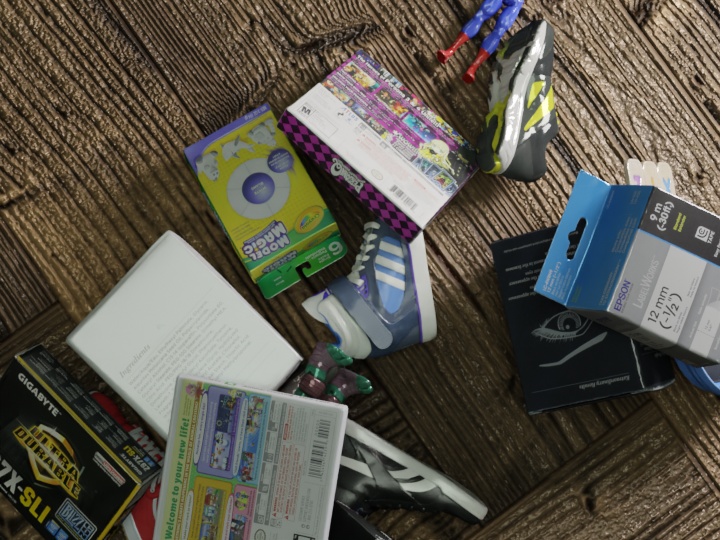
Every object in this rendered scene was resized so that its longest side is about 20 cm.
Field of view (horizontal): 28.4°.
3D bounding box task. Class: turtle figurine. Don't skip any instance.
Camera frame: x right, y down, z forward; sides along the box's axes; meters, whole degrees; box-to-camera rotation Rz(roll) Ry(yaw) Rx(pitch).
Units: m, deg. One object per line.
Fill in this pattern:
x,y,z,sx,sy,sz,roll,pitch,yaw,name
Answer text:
-0.069,0.182,1.531,0.100,0.150,0.201,27,73,19,turtle figurine

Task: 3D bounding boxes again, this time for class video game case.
-0.115,0.220,1.452,0.180,0.022,0.202,10,95,10,video game case
0.027,-0.144,1.601,0.200,0.036,0.181,41,41,2,video game case

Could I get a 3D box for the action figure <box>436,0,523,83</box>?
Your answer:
0.174,-0.318,1.649,0.065,0.099,0.201,38,82,2,action figure

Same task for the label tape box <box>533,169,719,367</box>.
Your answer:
0.299,-0.005,1.472,0.198,0.066,0.144,25,80,-8,label tape box

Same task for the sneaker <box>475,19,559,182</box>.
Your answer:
0.194,-0.194,1.657,0.084,0.074,0.202,25,76,-27,sneaker

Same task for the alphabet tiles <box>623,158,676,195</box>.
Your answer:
0.340,-0.027,1.588,0.014,0.199,0.198,-12,83,35,alphabet tiles

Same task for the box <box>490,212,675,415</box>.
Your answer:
0.247,0.047,1.581,0.147,0.104,0.202,-14,85,31,box

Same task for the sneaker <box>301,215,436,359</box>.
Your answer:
0.000,0.000,1.619,0.145,0.081,0.202,-11,90,-7,sneaker

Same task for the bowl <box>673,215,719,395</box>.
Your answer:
0.405,0.041,1.591,0.199,0.039,0.203,5,83,-44,bowl

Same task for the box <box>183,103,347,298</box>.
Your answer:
-0.107,-0.078,1.618,0.117,0.048,0.201,-30,73,-4,box

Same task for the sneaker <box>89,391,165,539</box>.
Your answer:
-0.233,0.214,1.577,0.112,0.071,0.202,-25,91,28,sneaker

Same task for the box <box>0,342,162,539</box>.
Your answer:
-0.332,0.206,1.558,0.200,0.049,0.160,44,122,9,box

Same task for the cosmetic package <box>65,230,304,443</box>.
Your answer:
-0.188,0.087,1.564,0.200,0.165,0.165,44,86,1,cosmetic package

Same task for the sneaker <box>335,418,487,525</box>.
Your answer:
0.035,0.260,1.606,0.199,0.073,0.113,30,88,10,sneaker

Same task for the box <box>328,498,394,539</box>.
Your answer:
0.032,0.363,1.522,0.199,0.148,0.125,37,85,-22,box

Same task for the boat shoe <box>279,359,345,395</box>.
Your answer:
-0.084,0.178,1.612,0.067,0.057,0.200,39,85,2,boat shoe
